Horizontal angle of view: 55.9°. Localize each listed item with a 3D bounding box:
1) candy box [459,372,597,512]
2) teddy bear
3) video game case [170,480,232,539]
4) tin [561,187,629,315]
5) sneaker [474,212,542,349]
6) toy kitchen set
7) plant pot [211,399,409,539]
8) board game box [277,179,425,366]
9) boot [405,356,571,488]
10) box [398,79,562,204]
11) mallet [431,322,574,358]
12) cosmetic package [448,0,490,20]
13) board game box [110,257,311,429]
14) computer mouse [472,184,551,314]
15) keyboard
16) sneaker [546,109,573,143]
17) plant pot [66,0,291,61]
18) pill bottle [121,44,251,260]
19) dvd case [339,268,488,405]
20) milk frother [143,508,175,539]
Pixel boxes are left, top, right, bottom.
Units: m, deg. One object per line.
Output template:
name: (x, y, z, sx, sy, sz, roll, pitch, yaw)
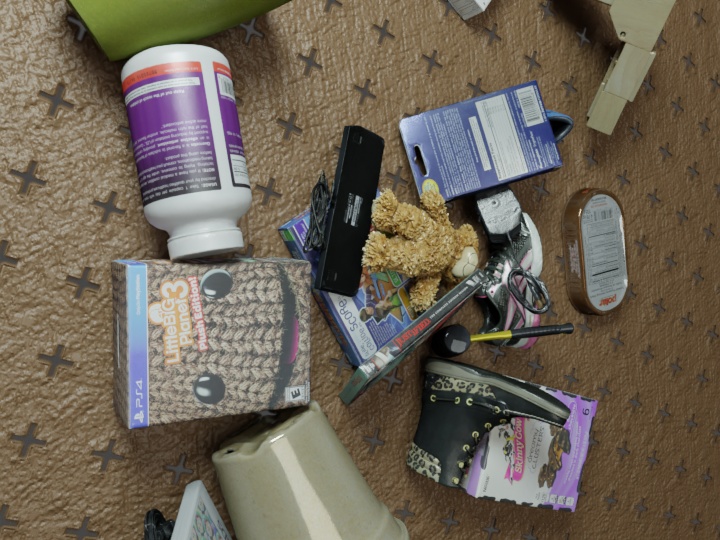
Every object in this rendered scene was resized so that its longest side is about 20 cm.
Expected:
candy box: (0.237, 0.248, 0.988, 0.198, 0.071, 0.171, 17, 84, -29)
teddy bear: (0.082, -0.028, 0.849, 0.199, 0.066, 0.147, 37, 63, -33)
video game case: (-0.149, 0.348, 0.709, 0.023, 0.200, 0.184, -22, 105, 1)
tin: (0.371, -0.028, 1.069, 0.110, 0.042, 0.204, -11, 98, -24)
sneaker: (0.202, 0.013, 0.955, 0.085, 0.080, 0.204, -3, 89, -18)
toy kitchen set: (0.352, -0.347, 1.032, 0.163, 0.178, 0.202, -45, 157, -58)
plant pot: (-0.072, 0.258, 0.762, 0.199, 0.200, 0.186, -27, 94, -25)
board game box: (0.000, 0.000, 0.860, 0.135, 0.034, 0.202, -34, 108, -24)
boot: (0.159, 0.211, 0.884, 0.073, 0.201, 0.156, 18, 88, -60)
box: (0.156, -0.166, 0.902, 0.197, 0.032, 0.123, -16, 87, -6)
mallet: (0.195, 0.085, 0.906, 0.196, 0.066, 0.042, -7, 79, -4)
cosmetic package: (0.180, -0.450, 0.929, 0.082, 0.050, 0.202, 40, 74, -26)
board game box: (-0.161, 0.069, 0.738, 0.197, 0.096, 0.163, -2, 94, -29)
computer mouse: (0.204, -0.035, 0.920, 0.058, 0.034, 0.203, -20, 80, 1)
keyboard: (-0.027, -0.075, 0.812, 0.103, 0.039, 0.204, 17, 81, -51)
sneaker: (0.213, -0.179, 0.948, 0.198, 0.078, 0.067, -26, 107, -24)
plant pot: (-0.192, -0.301, 0.669, 0.199, 0.187, 0.188, -37, 110, -8)
pill bottle: (-0.175, -0.117, 0.698, 0.111, 0.112, 0.204, -9, 90, -28)
dvd case: (0.064, 0.085, 0.846, 0.199, 0.146, 0.022, -38, 79, -22)
milk frother: (-0.254, 0.385, 0.699, 0.186, 0.182, 0.201, -15, 57, -28)
